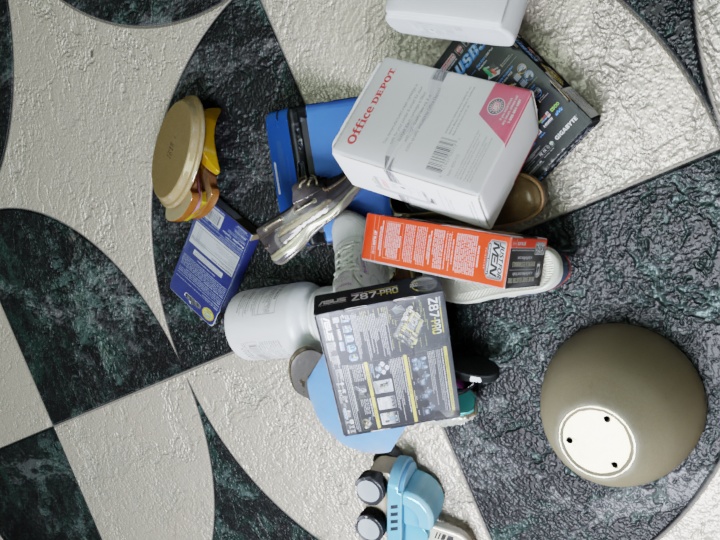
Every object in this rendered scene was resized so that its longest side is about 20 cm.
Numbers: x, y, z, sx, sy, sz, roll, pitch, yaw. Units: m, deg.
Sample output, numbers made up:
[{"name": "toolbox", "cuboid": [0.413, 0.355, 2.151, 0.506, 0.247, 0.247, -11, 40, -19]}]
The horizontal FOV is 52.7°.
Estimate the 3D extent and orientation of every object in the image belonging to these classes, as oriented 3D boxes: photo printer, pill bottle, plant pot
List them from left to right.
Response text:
[{"name": "pill bottle", "cuboid": [-0.104, 0.077, 1.126, 0.199, 0.114, 0.115, -8, 99, 35]}, {"name": "photo printer", "cuboid": [0.131, -0.371, 0.842, 0.165, 0.069, 0.202, 18, 89, 29]}, {"name": "plant pot", "cuboid": [0.301, 0.179, 0.879, 0.199, 0.134, 0.202, 10, 108, 31]}]

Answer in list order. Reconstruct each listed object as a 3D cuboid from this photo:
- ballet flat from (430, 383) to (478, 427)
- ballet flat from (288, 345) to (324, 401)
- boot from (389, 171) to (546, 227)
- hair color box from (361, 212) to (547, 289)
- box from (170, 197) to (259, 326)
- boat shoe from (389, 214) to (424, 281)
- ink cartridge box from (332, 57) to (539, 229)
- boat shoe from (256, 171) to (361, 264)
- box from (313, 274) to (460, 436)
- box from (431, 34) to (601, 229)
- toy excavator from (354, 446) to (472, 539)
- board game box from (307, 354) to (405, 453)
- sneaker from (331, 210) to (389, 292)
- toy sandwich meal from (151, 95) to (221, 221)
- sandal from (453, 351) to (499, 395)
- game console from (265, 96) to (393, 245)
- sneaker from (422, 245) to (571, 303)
[{"name": "ballet flat", "cuboid": [0.089, 0.193, 1.074, 0.199, 0.072, 0.073, 9, 108, 33]}, {"name": "ballet flat", "cuboid": [-0.063, 0.169, 1.112, 0.067, 0.200, 0.046, -32, 49, -2]}, {"name": "boot", "cuboid": [0.128, -0.084, 0.899, 0.198, 0.075, 0.074, 3, 106, 34]}, {"name": "hair color box", "cuboid": [0.110, -0.026, 0.875, 0.199, 0.101, 0.062, 13, 99, 36]}, {"name": "box", "cuboid": [-0.253, -0.017, 1.246, 0.121, 0.032, 0.201, 38, 118, 19]}, {"name": "boat shoe", "cuboid": [0.070, 0.018, 1.022, 0.067, 0.072, 0.202, -2, 101, 35]}, {"name": "ink cartridge box", "cuboid": [0.088, -0.154, 0.859, 0.199, 0.083, 0.147, 21, 75, 28]}, {"name": "boat shoe", "cuboid": [-0.066, -0.096, 1.005, 0.200, 0.075, 0.073, -43, 98, 6]}, {"name": "box", "cuboid": [0.037, 0.111, 0.918, 0.160, 0.049, 0.202, -10, 120, 4]}, {"name": "box", "cuboid": [0.161, -0.187, 0.919, 0.199, 0.050, 0.200, 49, 124, 13]}, {"name": "toy excavator", "cuboid": [0.100, 0.382, 1.100, 0.198, 0.100, 0.196, 6, 108, 23]}, {"name": "board game box", "cuboid": [0.019, 0.152, 1.033, 0.157, 0.039, 0.201, 34, 99, 19]}, {"name": "sneaker", "cuboid": [0.000, 0.000, 0.982, 0.075, 0.099, 0.201, -30, 64, 24]}, {"name": "toy sandwich meal", "cuboid": [-0.278, -0.183, 1.187, 0.204, 0.070, 0.207, -19, 66, 51]}, {"name": "sandal", "cuboid": [0.113, 0.146, 1.033, 0.199, 0.075, 0.048, 2, 103, 42]}, {"name": "game console", "cuboid": [-0.050, -0.147, 1.087, 0.170, 0.117, 0.202, 13, 114, 63]}, {"name": "sneaker", "cuboid": [0.178, 0.005, 0.941, 0.199, 0.084, 0.076, 0, 91, 38]}]
